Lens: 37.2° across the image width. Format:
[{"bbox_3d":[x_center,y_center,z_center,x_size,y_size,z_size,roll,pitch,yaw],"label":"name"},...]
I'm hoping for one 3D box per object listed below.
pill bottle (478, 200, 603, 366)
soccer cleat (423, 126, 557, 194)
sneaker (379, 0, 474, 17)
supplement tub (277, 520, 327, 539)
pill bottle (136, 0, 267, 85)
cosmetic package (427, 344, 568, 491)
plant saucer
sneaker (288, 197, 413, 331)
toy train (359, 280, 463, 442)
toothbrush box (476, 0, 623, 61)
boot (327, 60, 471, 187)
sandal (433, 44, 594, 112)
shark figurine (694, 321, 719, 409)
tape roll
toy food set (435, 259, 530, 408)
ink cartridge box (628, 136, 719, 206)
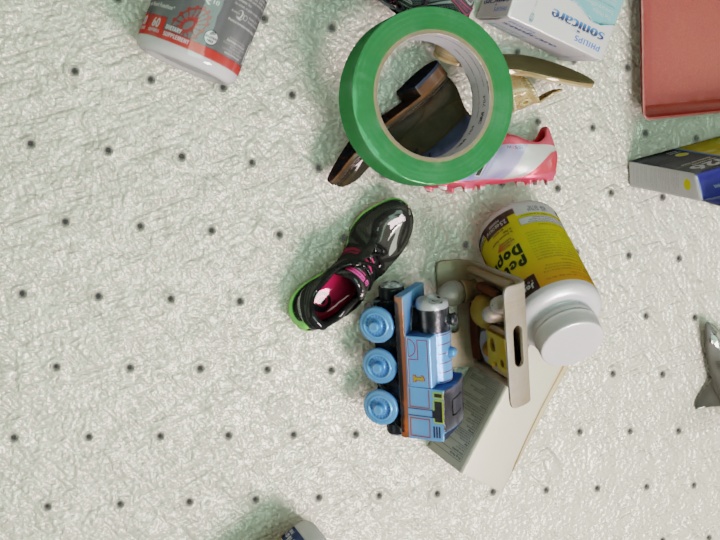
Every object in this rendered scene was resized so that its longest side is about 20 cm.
[{"bbox_3d":[0.222,0.016,1.301,0.109,0.200,0.109,-10,137,-9],"label":"pill bottle"},{"bbox_3d":[0.156,-0.137,1.334,0.200,0.067,0.077,-6,93,-22],"label":"soccer cleat"},{"bbox_3d":[0.047,-0.327,1.248,0.200,0.081,0.075,-3,102,-21],"label":"sneaker"},{"bbox_3d":[-0.097,0.416,1.289,0.200,0.144,0.144,-38,110,-11],"label":"supplement tub"},{"bbox_3d":[-0.154,-0.313,1.156,0.116,0.116,0.200,21,91,-23],"label":"pill bottle"},{"bbox_3d":[0.179,0.168,1.373,0.073,0.104,0.200,28,90,-23],"label":"cosmetic package"},{"bbox_3d":[0.450,-0.308,1.427,0.200,0.037,0.200,-8,102,-20],"label":"plant saucer"},{"bbox_3d":[0.000,0.000,1.285,0.077,0.084,0.200,41,84,-22],"label":"sneaker"},{"bbox_3d":[0.066,0.111,1.307,0.114,0.087,0.200,3,105,23],"label":"toy train"},{"bbox_3d":[0.252,-0.375,1.314,0.146,0.085,0.200,18,92,-23],"label":"toothbrush box"},{"bbox_3d":[0.055,-0.151,1.285,0.200,0.075,0.097,-47,109,-9],"label":"boot"},{"bbox_3d":[0.182,-0.231,1.331,0.212,0.078,0.070,9,117,-20],"label":"sandal"},{"bbox_3d":[0.517,0.193,1.508,0.089,0.215,0.128,-24,146,23],"label":"shark figurine"},{"bbox_3d":[0.076,-0.197,1.225,0.200,0.048,0.201,-1,92,-21],"label":"tape roll"},{"bbox_3d":[0.142,0.071,1.288,0.060,0.200,0.144,-9,102,-16],"label":"toy food set"},{"bbox_3d":[0.485,-0.135,1.382,0.198,0.200,0.047,-14,105,-18],"label":"ink cartridge box"}]
